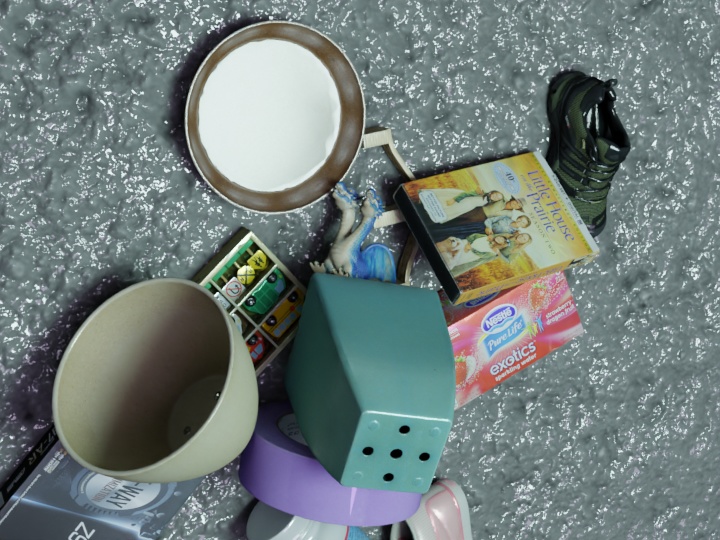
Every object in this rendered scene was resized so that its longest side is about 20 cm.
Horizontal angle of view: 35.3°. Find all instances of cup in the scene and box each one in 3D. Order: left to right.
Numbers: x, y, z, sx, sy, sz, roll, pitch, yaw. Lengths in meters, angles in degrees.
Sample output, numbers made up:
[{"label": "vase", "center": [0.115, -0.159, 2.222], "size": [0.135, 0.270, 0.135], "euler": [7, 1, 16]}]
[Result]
[{"label": "cup", "center": [-0.179, 0.127, 1.118], "size": [0.200, 0.200, 0.143], "euler": [-49, 143, -5]}]

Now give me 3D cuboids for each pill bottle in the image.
[{"label": "pill bottle", "center": [-0.037, 0.335, 1.294], "size": [0.109, 0.109, 0.200], "euler": [-44, 116, -8]}]

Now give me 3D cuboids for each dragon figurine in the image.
[{"label": "dragon figurine", "center": [0.000, 0.000, 1.241], "size": [0.099, 0.059, 0.201], "euler": [-48, 137, -35]}]

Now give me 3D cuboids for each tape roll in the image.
[{"label": "tape roll", "center": [-0.028, 0.202, 1.213], "size": [0.199, 0.200, 0.066], "euler": [5, 101, -25]}]

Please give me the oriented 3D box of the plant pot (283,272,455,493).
[{"label": "plant pot", "center": [0.017, 0.120, 1.128], "size": [0.141, 0.200, 0.142], "euler": [8, 117, -16]}]

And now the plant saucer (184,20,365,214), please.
[{"label": "plant saucer", "center": [-0.091, -0.160, 1.185], "size": [0.199, 0.034, 0.201], "euler": [-7, 107, -23]}]

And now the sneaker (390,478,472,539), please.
[{"label": "sneaker", "center": [0.090, 0.362, 1.368], "size": [0.104, 0.075, 0.201], "euler": [-21, 104, -34]}]

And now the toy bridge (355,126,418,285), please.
[{"label": "toy bridge", "center": [0.039, -0.063, 1.271], "size": [0.067, 0.027, 0.201], "euler": [-15, 108, -21]}]

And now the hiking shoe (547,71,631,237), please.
[{"label": "hiking shoe", "center": [0.267, -0.127, 1.315], "size": [0.075, 0.101, 0.201], "euler": [-15, 109, -19]}]

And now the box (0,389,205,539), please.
[{"label": "box", "center": [-0.284, 0.241, 1.196], "size": [0.160, 0.044, 0.200], "euler": [42, 84, -26]}]

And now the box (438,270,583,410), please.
[{"label": "box", "center": [0.145, 0.066, 1.313], "size": [0.199, 0.095, 0.100], "euler": [-28, 112, -15]}]

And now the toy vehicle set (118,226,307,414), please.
[{"label": "toy vehicle set", "center": [-0.151, 0.067, 1.220], "size": [0.200, 0.026, 0.124], "euler": [-47, 116, -7]}]

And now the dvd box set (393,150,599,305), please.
[{"label": "dvd box set", "center": [0.153, -0.052, 1.259], "size": [0.199, 0.029, 0.147], "euler": [-15, 67, -29]}]
